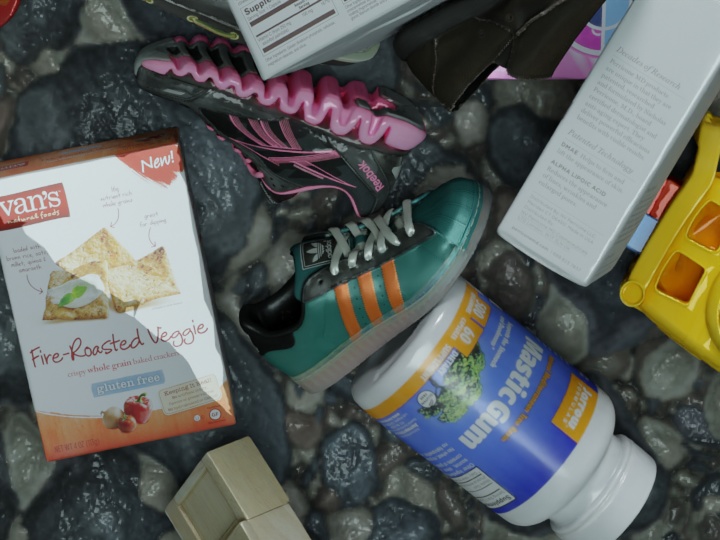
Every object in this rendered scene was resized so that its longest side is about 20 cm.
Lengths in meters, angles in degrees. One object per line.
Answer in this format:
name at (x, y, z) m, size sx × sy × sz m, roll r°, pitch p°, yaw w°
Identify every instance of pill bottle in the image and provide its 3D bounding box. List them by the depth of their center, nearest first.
pill bottle at (0.102, 0.101, 1.675) m, size 0.200 × 0.112 × 0.112 m, roll 38°, pitch 99°, yaw -12°

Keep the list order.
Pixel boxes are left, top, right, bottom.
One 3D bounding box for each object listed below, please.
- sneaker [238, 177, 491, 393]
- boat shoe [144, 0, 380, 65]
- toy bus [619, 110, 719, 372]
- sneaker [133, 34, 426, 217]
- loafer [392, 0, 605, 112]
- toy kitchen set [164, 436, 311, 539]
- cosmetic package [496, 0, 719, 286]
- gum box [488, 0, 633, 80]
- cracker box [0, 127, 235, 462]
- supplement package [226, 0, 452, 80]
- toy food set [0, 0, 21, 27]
sneaker at (0.000, 0.000, 1.638) m, size 0.080 × 0.072 × 0.200 m, roll 35°, pitch 118°, yaw -24°
boat shoe at (-0.081, -0.185, 1.616) m, size 0.200 × 0.060 × 0.072 m, roll 26°, pitch 58°, yaw -22°
toy bus at (0.248, -0.041, 1.650) m, size 0.191 × 0.136 × 0.201 m, roll 32°, pitch 99°, yaw 6°
sneaker at (-0.060, -0.091, 1.641) m, size 0.198 × 0.079 × 0.096 m, roll 18°, pitch 114°, yaw -7°
loafer at (0.112, -0.157, 1.536) m, size 0.199 × 0.073 × 0.072 m, roll -25°, pitch 92°, yaw 41°
toy kitchen set at (-0.025, 0.225, 1.731) m, size 0.201 × 0.180 × 0.163 m, roll 56°, pitch 139°, yaw 17°
cosmetic package at (0.171, -0.094, 1.560) m, size 0.074 × 0.102 × 0.201 m, roll 31°, pitch 102°, yaw 9°
gum box at (0.164, -0.188, 1.626) m, size 0.198 × 0.066 × 0.115 m, roll -1°, pitch 106°, yaw -3°
cracker box at (-0.167, 0.016, 1.663) m, size 0.133 × 0.058 × 0.202 m, roll -12°, pitch 104°, yaw -1°
supplement package at (0.027, -0.217, 1.509) m, size 0.199 × 0.156 × 0.112 m, roll -26°, pitch 91°, yaw 27°
toy food set at (-0.268, -0.255, 1.585) m, size 0.198 × 0.049 × 0.200 m, roll 7°, pitch 105°, yaw -2°
